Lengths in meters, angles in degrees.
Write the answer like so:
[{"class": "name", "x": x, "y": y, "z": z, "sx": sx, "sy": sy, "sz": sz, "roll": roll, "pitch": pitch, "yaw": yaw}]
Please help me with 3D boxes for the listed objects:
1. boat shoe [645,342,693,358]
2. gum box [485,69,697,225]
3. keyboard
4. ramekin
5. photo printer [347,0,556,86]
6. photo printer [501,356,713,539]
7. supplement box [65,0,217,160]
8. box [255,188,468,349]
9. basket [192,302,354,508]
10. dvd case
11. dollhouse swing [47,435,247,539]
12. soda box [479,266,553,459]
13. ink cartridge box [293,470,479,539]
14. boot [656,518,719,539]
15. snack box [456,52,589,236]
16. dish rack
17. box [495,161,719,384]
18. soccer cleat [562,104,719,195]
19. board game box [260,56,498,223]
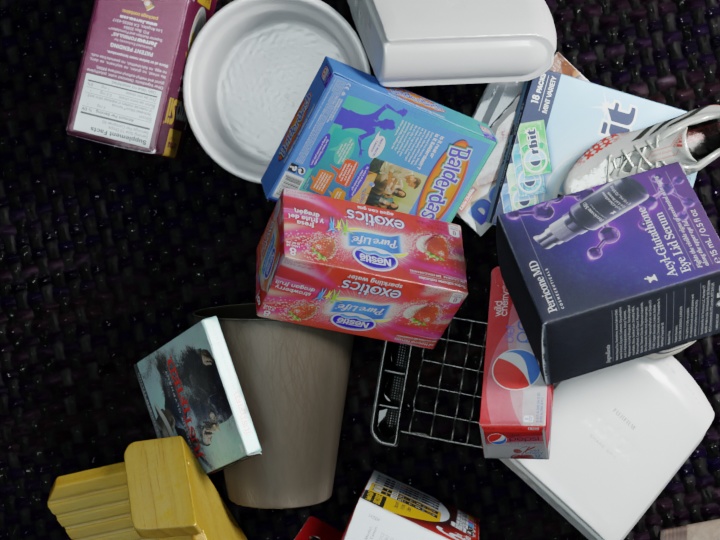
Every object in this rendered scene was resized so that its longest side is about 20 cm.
[{"class": "boat shoe", "x": 0.363, "y": 0.010, "z": 1.689, "sx": 0.200, "sy": 0.093, "sz": 0.075, "roll": -40, "pitch": 84, "yaw": -20}, {"class": "gum box", "x": 0.250, "y": -0.105, "z": 1.737, "sx": 0.198, "sy": 0.045, "sz": 0.172, "roll": 15, "pitch": 93, "yaw": -7}, {"class": "keyboard", "x": 0.144, "y": -0.151, "z": 1.782, "sx": 0.056, "sy": 0.011, "sz": 0.201, "roll": 26, "pitch": 94, "yaw": -1}, {"class": "ramekin", "x": -0.083, "y": -0.191, "z": 1.756, "sx": 0.198, "sy": 0.098, "sz": 0.203, "roll": 0, "pitch": 92, "yaw": 5}, {"class": "photo printer", "x": 0.098, "y": -0.259, "z": 1.696, "sx": 0.198, "sy": 0.167, "sz": 0.070, "roll": -3, "pitch": 132, "yaw": -13}, {"class": "photo printer", "x": 0.260, "y": 0.165, "z": 1.721, "sx": 0.166, "sy": 0.069, "sz": 0.200, "roll": 42, "pitch": 79, "yaw": -1}, {"class": "supplement box", "x": -0.229, "y": -0.228, "z": 1.752, "sx": 0.102, "sy": 0.131, "sz": 0.202, "roll": 14, "pitch": 93, "yaw": 5}, {"class": "box", "x": 0.000, "y": 0.000, "z": 1.674, "sx": 0.198, "sy": 0.100, "sz": 0.096, "roll": 12, "pitch": 48, "yaw": -17}, {"class": "basket", "x": -0.086, "y": 0.141, "z": 1.748, "sx": 0.178, "sy": 0.136, "sz": 0.202, "roll": -3, "pitch": 96, "yaw": -17}, {"class": "dvd case", "x": -0.174, "y": 0.142, "z": 1.729, "sx": 0.022, "sy": 0.200, "sz": 0.147, "roll": -15, "pitch": 83, "yaw": -31}, {"class": "dollhouse swing", "x": -0.216, "y": 0.301, "z": 1.709, "sx": 0.174, "sy": 0.182, "sz": 0.201, "roll": -23, "pitch": 128, "yaw": 3}, {"class": "soda box", "x": 0.162, "y": 0.091, "z": 1.673, "sx": 0.069, "sy": 0.064, "sz": 0.201, "roll": -1, "pitch": 52, "yaw": 11}, {"class": "ink cartridge box", "x": 0.029, "y": 0.273, "z": 1.702, "sx": 0.174, "sy": 0.200, "sz": 0.085, "roll": 24, "pitch": 92, "yaw": 3}, {"class": "boot", "x": 0.378, "y": 0.360, "z": 1.740, "sx": 0.145, "sy": 0.070, "sz": 0.202, "roll": 8, "pitch": 92, "yaw": 3}, {"class": "snack box", "x": 0.169, "y": -0.135, "z": 1.765, "sx": 0.072, "sy": 0.024, "sz": 0.200, "roll": 41, "pitch": 92, "yaw": -5}, {"class": "dish rack", "x": 0.119, "y": 0.122, "z": 1.766, "sx": 0.198, "sy": 0.055, "sz": 0.155, "roll": 10, "pitch": 93, "yaw": 5}, {"class": "box", "x": 0.248, "y": 0.002, "z": 1.621, "sx": 0.198, "sy": 0.105, "sz": 0.149, "roll": -17, "pitch": 51, "yaw": -4}, {"class": "soccer cleat", "x": 0.300, "y": -0.116, "z": 1.675, "sx": 0.198, "sy": 0.085, "sz": 0.069, "roll": -22, "pitch": 96, "yaw": -4}, {"class": "board game box", "x": 0.019, "y": -0.112, "z": 1.690, "sx": 0.199, "sy": 0.045, "sz": 0.153, "roll": 21, "pitch": 113, "yaw": -24}]
